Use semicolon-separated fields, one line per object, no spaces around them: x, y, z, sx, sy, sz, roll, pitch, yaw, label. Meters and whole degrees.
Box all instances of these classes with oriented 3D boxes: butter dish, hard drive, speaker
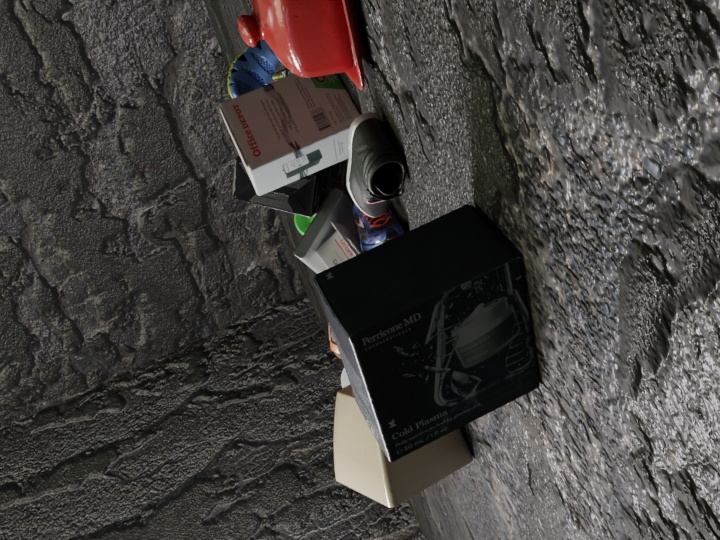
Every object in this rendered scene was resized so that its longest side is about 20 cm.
-0.093;-0.345;1.149;0.202;0.146;0.201;74;170;-45;butter dish
-0.039;-0.049;1.517;0.026;0.133;0.200;29;174;25;hard drive
-0.091;-0.114;1.893;0.200;0.087;0.090;-24;-89;-82;speaker

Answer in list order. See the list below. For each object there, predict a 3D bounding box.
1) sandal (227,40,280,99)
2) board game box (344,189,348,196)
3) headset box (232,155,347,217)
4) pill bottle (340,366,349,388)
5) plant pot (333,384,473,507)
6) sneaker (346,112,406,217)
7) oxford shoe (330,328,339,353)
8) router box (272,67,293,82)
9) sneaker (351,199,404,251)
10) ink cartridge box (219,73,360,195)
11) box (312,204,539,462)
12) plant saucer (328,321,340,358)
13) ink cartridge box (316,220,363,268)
-0.179;-0.395;1.591;0.079;0.202;0.087;31;165;-28;sandal
-0.057;-0.143;1.722;0.126;0.034;0.202;22;-140;-64;board game box
-0.116;-0.170;1.505;0.200;0.146;0.078;-49;-30;-65;headset box
0.035;0.223;1.769;0.113;0.111;0.199;65;-162;16;pill bottle
0.060;0.291;1.594;0.199;0.198;0.180;5;113;57;plant pot
0.024;-0.122;1.244;0.201;0.070;0.100;85;166;-53;sneaker
0.016;0.073;1.557;0.070;0.200;0.074;15;125;29;oxford shoe
-0.108;-0.319;1.648;0.200;0.061;0.152;-139;26;-73;router box
0.019;-0.087;1.400;0.200;0.074;0.080;-134;25;-66;sneaker
-0.109;-0.230;1.385;0.083;0.197;0.148;82;164;-62;ink cartridge box
0.077;0.069;0.946;0.124;0.198;0.199;54;165;52;box
0.003;0.087;1.751;0.035;0.201;0.202;12;138;29;plant saucer
0.000;0.000;1.457;0.117;0.067;0.200;53;-170;27;ink cartridge box
